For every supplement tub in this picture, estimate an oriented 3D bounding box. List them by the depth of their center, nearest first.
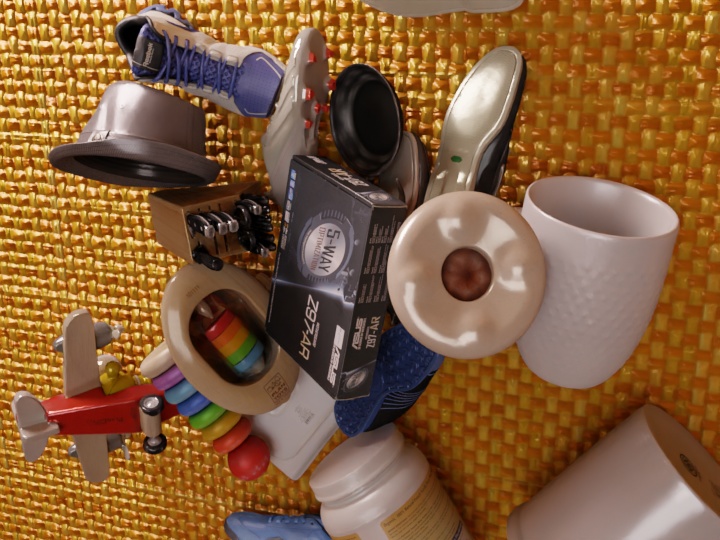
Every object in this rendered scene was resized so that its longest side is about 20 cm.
[{"bbox_3d":[0.041,0.296,0.956,0.142,0.144,0.203,-29,97,23],"label":"supplement tub"}]

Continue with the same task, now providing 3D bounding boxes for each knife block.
[{"bbox_3d":[-0.180,-0.047,0.901,0.195,0.176,0.066,-3,106,18],"label":"knife block"}]

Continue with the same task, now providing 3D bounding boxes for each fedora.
[{"bbox_3d":[-0.243,-0.151,0.908,0.197,0.175,0.093,2,83,42],"label":"fedora"}]

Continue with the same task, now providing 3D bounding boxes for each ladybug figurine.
[{"bbox_3d":[-0.150,0.078,0.937,0.202,0.136,0.072,54,159,-18],"label":"ladybug figurine"}]

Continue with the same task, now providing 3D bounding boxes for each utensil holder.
[{"bbox_3d":[0.278,0.265,0.860,0.169,0.170,0.201,42,112,1],"label":"utensil holder"}]

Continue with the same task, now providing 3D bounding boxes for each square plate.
[{"bbox_3d":[-0.105,0.140,1.017,0.197,0.028,0.201,40,114,3],"label":"square plate"}]

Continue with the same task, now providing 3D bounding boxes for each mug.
[{"bbox_3d":[0.200,0.008,0.825,0.197,0.146,0.180,25,122,32],"label":"mug"}]

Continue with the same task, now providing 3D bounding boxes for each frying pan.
[{"bbox_3d":[0.015,-0.121,0.870,0.114,0.030,0.195,-2,102,52],"label":"frying pan"}]

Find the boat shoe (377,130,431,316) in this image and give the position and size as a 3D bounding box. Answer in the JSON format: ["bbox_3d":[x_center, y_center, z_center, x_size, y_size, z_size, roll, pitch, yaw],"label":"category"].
[{"bbox_3d":[0.056,-0.050,0.899,0.066,0.056,0.206,20,113,49],"label":"boat shoe"}]

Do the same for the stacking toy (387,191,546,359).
[{"bbox_3d":[0.093,0.011,0.811,0.142,0.200,0.151,0,85,-1],"label":"stacking toy"}]

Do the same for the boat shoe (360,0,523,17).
[{"bbox_3d":[0.073,-0.300,0.816,0.195,0.073,0.063,10,67,22],"label":"boat shoe"}]

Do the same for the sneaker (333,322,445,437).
[{"bbox_3d":[0.045,0.113,0.913,0.071,0.077,0.200,57,132,18],"label":"sneaker"}]

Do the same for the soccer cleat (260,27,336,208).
[{"bbox_3d":[-0.074,-0.159,0.888,0.076,0.069,0.205,17,118,24],"label":"soccer cleat"}]

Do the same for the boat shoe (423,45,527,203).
[{"bbox_3d":[0.123,-0.128,0.847,0.071,0.067,0.205,26,102,39],"label":"boat shoe"}]

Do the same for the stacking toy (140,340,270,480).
[{"bbox_3d":[-0.176,0.168,0.995,0.084,0.086,0.202,-31,102,23],"label":"stacking toy"}]

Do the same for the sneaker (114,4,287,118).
[{"bbox_3d":[-0.185,-0.219,0.882,0.196,0.115,0.082,27,114,8],"label":"sneaker"}]

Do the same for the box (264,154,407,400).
[{"bbox_3d":[-0.031,0.003,0.837,0.160,0.043,0.205,36,121,49],"label":"box"}]

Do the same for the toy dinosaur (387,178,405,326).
[{"bbox_3d":[0.000,0.000,0.875,0.101,0.076,0.205,26,121,40],"label":"toy dinosaur"}]

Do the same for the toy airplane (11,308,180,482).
[{"bbox_3d":[-0.339,0.162,1.036,0.199,0.142,0.199,-41,121,14],"label":"toy airplane"}]

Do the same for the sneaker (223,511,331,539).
[{"bbox_3d":[-0.079,0.337,1.055,0.195,0.066,0.080,18,100,11],"label":"sneaker"}]
